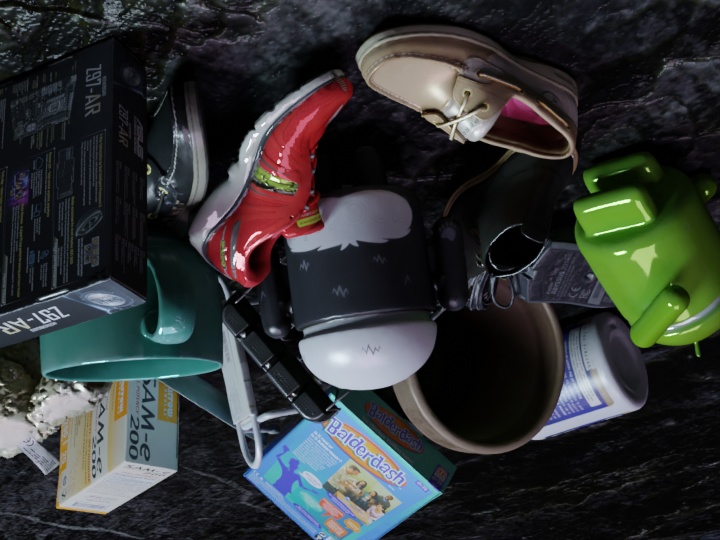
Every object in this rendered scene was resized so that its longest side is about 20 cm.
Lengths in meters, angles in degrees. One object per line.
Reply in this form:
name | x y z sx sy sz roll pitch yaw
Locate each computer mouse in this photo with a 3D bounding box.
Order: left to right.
computer mouse | 0.205 -0.016 1.144 0.199 0.053 0.139 7 128 -20

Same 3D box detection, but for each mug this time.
mug | -0.181 0.026 0.965 0.184 0.115 0.152 -11 167 28

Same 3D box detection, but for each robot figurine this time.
robot figurine | -0.001 0.000 0.975 0.124 0.201 0.150 -1 169 -45
robot figurine | 0.274 -0.014 1.054 0.115 0.176 0.200 -15 126 36

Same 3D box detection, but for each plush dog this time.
plush dog | -0.367 0.103 1.153 0.199 0.172 0.161 14 116 -29

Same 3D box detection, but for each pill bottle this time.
pill bottle | 0.229 0.136 1.373 0.199 0.120 0.119 -24 148 31

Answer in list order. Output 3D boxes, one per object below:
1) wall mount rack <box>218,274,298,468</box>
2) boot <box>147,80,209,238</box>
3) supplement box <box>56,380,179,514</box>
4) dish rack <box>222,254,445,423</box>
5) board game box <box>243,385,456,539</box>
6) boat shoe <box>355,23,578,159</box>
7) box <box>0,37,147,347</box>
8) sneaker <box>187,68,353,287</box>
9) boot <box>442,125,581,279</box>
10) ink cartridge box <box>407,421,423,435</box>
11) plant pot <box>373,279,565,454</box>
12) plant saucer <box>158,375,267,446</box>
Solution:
wall mount rack | -0.109 0.105 1.197 0.074 0.201 0.174 -8 168 -22
boot | -0.204 -0.080 0.918 0.153 0.074 0.204 -2 157 -17
supplement box | -0.302 0.212 1.419 0.073 0.127 0.200 16 145 -33
dish rack | -0.021 0.033 1.072 0.200 0.154 0.055 -41 178 8
board game box | -0.015 0.212 1.213 0.152 0.045 0.200 43 133 -2
boat shoe | 0.090 -0.132 0.883 0.199 0.070 0.074 9 150 -26
box | -0.232 -0.054 0.835 0.159 0.201 0.044 -17 151 20
sneaker | -0.054 -0.069 0.908 0.200 0.085 0.077 -53 168 28
boot | 0.109 -0.025 0.990 0.077 0.139 0.200 25 138 -4
ink cartridge box | 0.022 0.165 1.326 0.104 0.200 0.059 40 114 -1
plant pot | 0.090 0.097 1.225 0.199 0.202 0.174 10 166 -28
plant saucer | -0.184 0.133 1.289 0.199 0.028 0.200 31 171 6
